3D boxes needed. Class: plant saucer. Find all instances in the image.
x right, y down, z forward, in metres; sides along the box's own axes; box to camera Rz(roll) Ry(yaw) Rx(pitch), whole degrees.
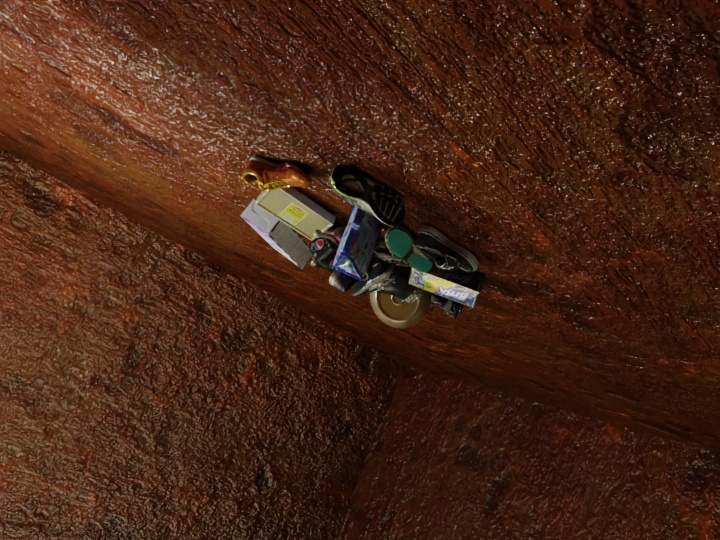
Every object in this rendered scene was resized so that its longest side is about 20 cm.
[{"bbox_3d":[0.119,0.081,1.658,0.195,0.205,0.035,20,-168,12],"label":"plant saucer"}]

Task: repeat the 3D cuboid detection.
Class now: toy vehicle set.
[{"bbox_3d":[-0.179,-0.164,1.481,0.198,0.027,0.123,33,145,-24],"label":"toy vehicle set"}]

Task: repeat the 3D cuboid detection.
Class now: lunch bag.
[{"bbox_3d":[-0.008,-0.080,1.346,0.092,0.154,0.200,21,167,4],"label":"lunch bag"}]

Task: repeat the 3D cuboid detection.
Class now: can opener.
[{"bbox_3d":[0.101,-0.050,1.473,0.052,0.069,0.198,20,-173,28],"label":"can opener"}]

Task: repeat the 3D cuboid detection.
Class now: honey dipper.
[{"bbox_3d":[-0.083,-0.096,1.525,0.037,0.039,0.199,16,-175,23],"label":"honey dipper"}]

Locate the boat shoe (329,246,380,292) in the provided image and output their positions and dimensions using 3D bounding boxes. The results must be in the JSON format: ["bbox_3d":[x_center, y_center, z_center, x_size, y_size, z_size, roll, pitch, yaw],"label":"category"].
[{"bbox_3d":[0.000,0.000,1.488,0.065,0.198,0.073,44,140,18],"label":"boat shoe"}]

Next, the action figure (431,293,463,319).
[{"bbox_3d":[0.234,0.089,1.751,0.196,0.071,0.129,21,-169,26],"label":"action figure"}]

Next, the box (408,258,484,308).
[{"bbox_3d":[0.236,0.027,1.494,0.195,0.065,0.071,20,139,12],"label":"box"}]

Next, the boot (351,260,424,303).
[{"bbox_3d":[0.078,0.055,1.599,0.152,0.075,0.202,31,143,-21],"label":"boot"}]

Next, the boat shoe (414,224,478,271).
[{"bbox_3d":[0.212,-0.035,1.333,0.198,0.069,0.071,32,164,-31],"label":"boat shoe"}]

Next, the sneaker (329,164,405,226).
[{"bbox_3d":[0.015,-0.164,1.198,0.198,0.075,0.081,34,173,-17],"label":"sneaker"}]

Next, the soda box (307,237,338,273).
[{"bbox_3d":[-0.071,-0.028,1.611,0.200,0.063,0.071,42,-167,-50],"label":"soda box"}]

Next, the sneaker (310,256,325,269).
[{"bbox_3d":[-0.093,-0.037,1.728,0.075,0.071,0.200,34,-162,9],"label":"sneaker"}]

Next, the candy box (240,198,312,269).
[{"bbox_3d":[-0.257,-0.113,1.692,0.166,0.072,0.200,32,169,40],"label":"candy box"}]

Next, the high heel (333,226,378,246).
[{"bbox_3d":[-0.018,-0.070,1.577,0.198,0.069,0.095,28,155,-34],"label":"high heel"}]

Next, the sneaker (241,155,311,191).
[{"bbox_3d":[-0.201,-0.220,1.305,0.196,0.079,0.073,13,162,31],"label":"sneaker"}]

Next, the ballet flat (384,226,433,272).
[{"bbox_3d":[0.118,-0.061,1.411,0.199,0.075,0.064,42,-169,-39],"label":"ballet flat"}]

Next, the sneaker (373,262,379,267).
[{"bbox_3d":[0.110,0.041,1.715,0.196,0.102,0.069,13,168,30],"label":"sneaker"}]

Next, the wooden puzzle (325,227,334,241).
[{"bbox_3d":[-0.151,-0.133,1.656,0.181,0.038,0.200,21,171,7],"label":"wooden puzzle"}]
